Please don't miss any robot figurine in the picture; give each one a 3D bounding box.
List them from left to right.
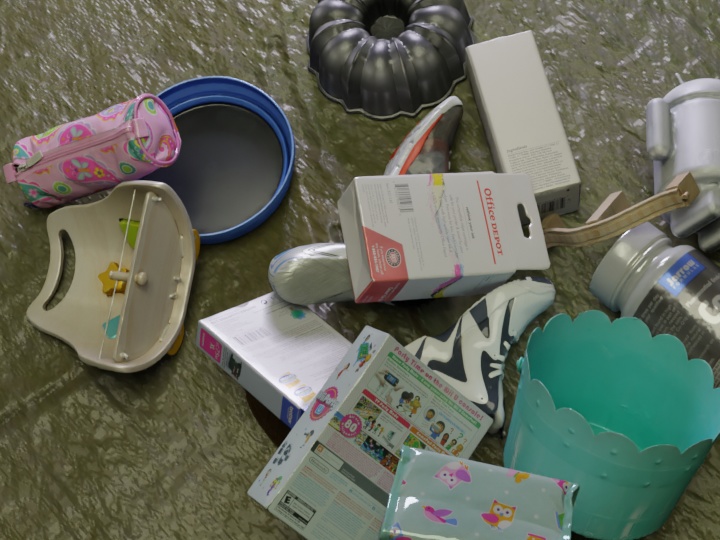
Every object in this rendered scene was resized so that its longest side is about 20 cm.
[{"bbox_3d":[0.366,-0.119,1.736,0.169,0.113,0.201,27,50,-30],"label":"robot figurine"}]

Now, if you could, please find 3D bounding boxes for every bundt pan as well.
[{"bbox_3d":[0.031,-0.277,1.874,0.200,0.076,0.203,-3,65,6],"label":"bundt pan"}]

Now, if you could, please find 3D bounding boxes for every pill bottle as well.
[{"bbox_3d":[0.337,0.047,1.674,0.200,0.114,0.114,41,76,20],"label":"pill bottle"}]

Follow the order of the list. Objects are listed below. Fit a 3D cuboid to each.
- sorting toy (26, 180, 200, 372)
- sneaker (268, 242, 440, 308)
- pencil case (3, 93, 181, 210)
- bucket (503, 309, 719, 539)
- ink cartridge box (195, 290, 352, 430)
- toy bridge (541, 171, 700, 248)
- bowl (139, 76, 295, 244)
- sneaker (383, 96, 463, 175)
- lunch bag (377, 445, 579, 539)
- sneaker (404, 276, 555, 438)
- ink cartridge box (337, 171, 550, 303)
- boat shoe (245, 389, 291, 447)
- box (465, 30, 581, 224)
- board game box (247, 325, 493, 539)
[{"bbox_3d":[-0.279,0.005,1.777,0.179,0.107,0.202,8,83,27],"label":"sorting toy"},{"bbox_3d":[0.000,0.000,1.752,0.198,0.072,0.073,1,22,-12],"label":"sneaker"},{"bbox_3d":[-0.294,-0.129,1.803,0.199,0.087,0.088,-14,62,30],"label":"pencil case"},{"bbox_3d":[0.239,0.150,1.588,0.206,0.135,0.208,11,34,-8],"label":"bucket"},{"bbox_3d":[-0.063,0.098,1.688,0.119,0.042,0.200,-22,43,-38],"label":"ink cartridge box"},{"bbox_3d":[0.256,-0.054,1.694,0.067,0.199,0.027,-43,108,-41],"label":"toy bridge"},{"bbox_3d":[-0.171,-0.122,1.848,0.199,0.039,0.202,-2,66,5],"label":"bowl"},{"bbox_3d":[0.069,-0.097,1.806,0.082,0.077,0.201,34,73,-9],"label":"sneaker"},{"bbox_3d":[0.097,0.266,1.476,0.169,0.201,0.122,11,47,6],"label":"lunch bag"},{"bbox_3d":[0.138,0.103,1.694,0.198,0.080,0.130,-29,72,-12],"label":"sneaker"},{"bbox_3d":[0.086,-0.036,1.702,0.198,0.068,0.117,-3,69,-19],"label":"ink cartridge box"},{"bbox_3d":[-0.031,0.160,1.701,0.199,0.073,0.072,29,42,28],"label":"boat shoe"},{"bbox_3d":[0.177,-0.157,1.807,0.082,0.068,0.201,-13,65,0],"label":"box"},{"bbox_3d":[0.011,0.179,1.579,0.147,0.064,0.201,40,81,-21],"label":"board game box"}]
